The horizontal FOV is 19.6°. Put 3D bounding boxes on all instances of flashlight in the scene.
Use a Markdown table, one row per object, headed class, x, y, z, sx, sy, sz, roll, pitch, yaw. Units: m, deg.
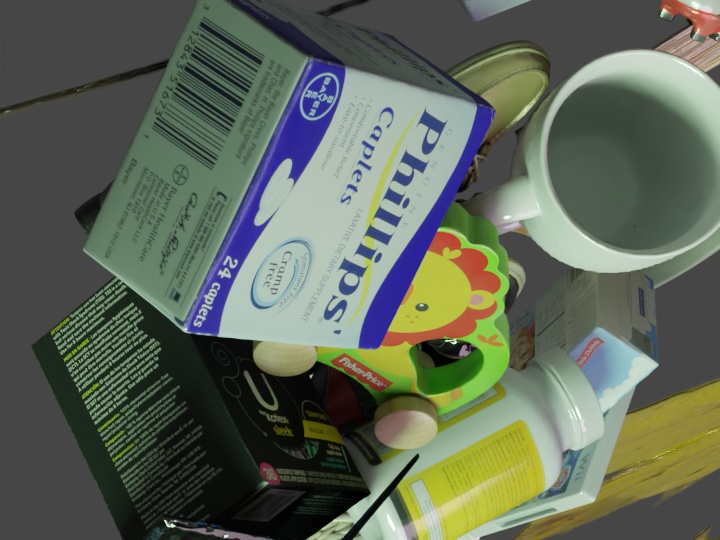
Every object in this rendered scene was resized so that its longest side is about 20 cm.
| class | x | y | z | sx | sy | sz | roll | pitch | yaw |
| --- | --- | --- | --- | --- | --- | --- | --- | --- | --- |
| flashlight | -0.071 | 0.119 | 1.639 | 0.200 | 0.068 | 0.068 | -22 | -166 | -3 |

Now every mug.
| class | x | y | z | sx | sy | sz | roll | pitch | yaw |
| --- | --- | --- | --- | --- | --- | --- | --- | --- | --- |
| mug | 0.157 | -0.062 | 1.503 | 0.200 | 0.148 | 0.175 | -20 | 177 | -10 |

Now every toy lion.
| class | x | y | z | sx | sy | sz | roll | pitch | yaw |
| --- | --- | --- | --- | --- | --- | --- | --- | --- | --- |
| toy lion | 0.032 | 0.027 | 1.468 | 0.192 | 0.069 | 0.200 | -32 | 130 | 32 |

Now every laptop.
| class | x | y | z | sx | sy | sz | roll | pitch | yaw |
| --- | --- | --- | --- | --- | --- | --- | --- | --- | --- |
| laptop | -0.079 | 0.195 | 1.468 | 0.200 | 0.103 | 0.177 | 14 | 138 | -22 |

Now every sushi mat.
| class | x | y | z | sx | sy | sz | roll | pitch | yaw |
| --- | --- | --- | --- | --- | --- | --- | --- | --- | --- |
| sushi mat | 0.213 | -0.142 | 1.606 | 0.200 | 0.012 | 0.096 | -32 | 156 | 9 |

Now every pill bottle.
| class | x | y | z | sx | sy | sz | roll | pitch | yaw |
| --- | --- | --- | --- | --- | --- | --- | --- | --- | --- |
| pill bottle | 0.085 | 0.139 | 1.621 | 0.200 | 0.112 | 0.112 | -26 | 158 | -14 |

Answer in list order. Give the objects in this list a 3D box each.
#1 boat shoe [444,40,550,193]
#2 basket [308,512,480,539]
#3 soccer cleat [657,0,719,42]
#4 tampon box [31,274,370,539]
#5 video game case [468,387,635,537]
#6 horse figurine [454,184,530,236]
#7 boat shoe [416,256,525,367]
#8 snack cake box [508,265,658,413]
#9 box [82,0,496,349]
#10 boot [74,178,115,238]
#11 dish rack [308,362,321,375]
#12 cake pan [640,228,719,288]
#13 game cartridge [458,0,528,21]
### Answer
| class | x | y | z | sx | sy | sz | roll | pitch | yaw |
| --- | --- | --- | --- | --- | --- | --- | --- | --- | --- |
| boat shoe | 0.059 | -0.081 | 1.467 | 0.200 | 0.065 | 0.072 | -38 | 141 | 14 |
| basket | -0.011 | 0.225 | 1.933 | 0.198 | 0.161 | 0.200 | -17 | 154 | -26 |
| soccer cleat | 0.286 | -0.208 | 1.483 | 0.200 | 0.069 | 0.085 | -8 | 130 | -48 |
| tampon box | -0.115 | 0.108 | 1.515 | 0.126 | 0.200 | 0.150 | -38 | 156 | 20 |
| video game case | 0.164 | 0.149 | 1.789 | 0.018 | 0.143 | 0.200 | 32 | 153 | -16 |
| horse figurine | 0.179 | -0.052 | 1.697 | 0.132 | 0.050 | 0.200 | -24 | 167 | 24 |
| boat shoe | 0.077 | 0.036 | 1.567 | 0.072 | 0.065 | 0.200 | 15 | 162 | -4 |
| snack cake box | 0.160 | 0.087 | 1.753 | 0.067 | 0.115 | 0.200 | 32 | 124 | -19 |
| box | -0.040 | -0.058 | 1.287 | 0.200 | 0.105 | 0.184 | 7 | 114 | -54 |
| boot | -0.087 | -0.049 | 1.397 | 0.132 | 0.070 | 0.200 | -42 | 159 | 17 |
| dish rack | 0.000 | 0.000 | 1.610 | 0.153 | 0.055 | 0.200 | -25 | 157 | -11 |
| cake pan | 0.276 | -0.035 | 1.843 | 0.200 | 0.037 | 0.200 | -28 | 164 | -9 |
| game cartridge | 0.113 | -0.230 | 1.279 | 0.133 | 0.041 | 0.200 | -20 | 156 | -10 |
